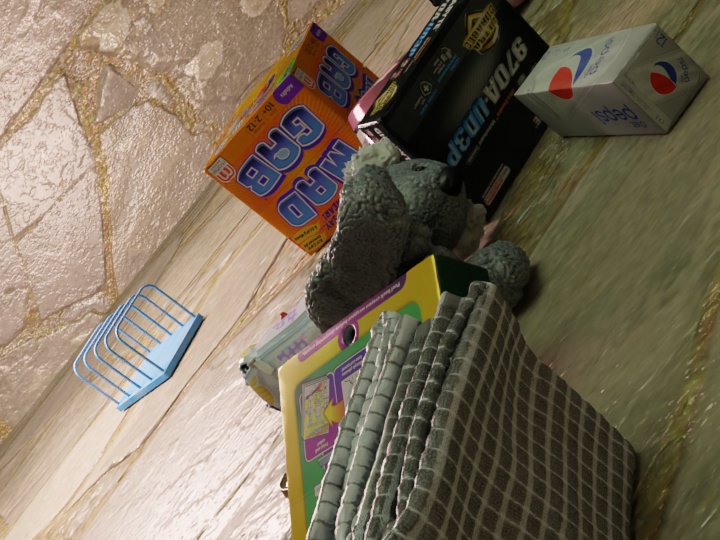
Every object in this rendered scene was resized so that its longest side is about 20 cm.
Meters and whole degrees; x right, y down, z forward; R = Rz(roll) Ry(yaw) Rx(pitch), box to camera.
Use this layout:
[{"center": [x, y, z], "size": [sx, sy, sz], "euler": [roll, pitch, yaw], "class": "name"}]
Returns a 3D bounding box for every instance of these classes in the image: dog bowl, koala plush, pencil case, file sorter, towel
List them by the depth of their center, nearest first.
[{"center": [0.071, 0.120, 0.579], "size": [0.086, 0.166, 0.200], "euler": [-33, 25, 39], "class": "towel"}, {"center": [0.042, -0.031, 0.992], "size": [0.184, 0.177, 0.200], "euler": [-52, 16, 39], "class": "koala plush"}, {"center": [-0.039, 0.059, 1.145], "size": [0.200, 0.091, 0.083], "euler": [-42, 40, 24], "class": "pencil case"}, {"center": [0.067, -0.224, 1.403], "size": [0.200, 0.074, 0.200], "euler": [-43, -1, -1], "class": "dog bowl"}, {"center": [-0.395, 0.132, 1.926], "size": [0.200, 0.123, 0.139], "euler": [-34, 24, 46], "class": "file sorter"}]

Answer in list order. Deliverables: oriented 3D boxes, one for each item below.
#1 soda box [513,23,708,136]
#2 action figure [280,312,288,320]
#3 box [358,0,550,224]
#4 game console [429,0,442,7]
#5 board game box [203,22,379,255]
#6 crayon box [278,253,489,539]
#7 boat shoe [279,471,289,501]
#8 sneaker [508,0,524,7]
[{"center": [0.215, -0.164, 0.976], "size": [0.064, 0.068, 0.200], "euler": [-53, 16, -5], "class": "soda box"}, {"center": [0.000, 0.000, 1.208], "size": [0.200, 0.065, 0.052], "euler": [-41, 19, 12], "class": "action figure"}, {"center": [0.111, -0.171, 1.109], "size": [0.200, 0.159, 0.046], "euler": [-56, 23, -18], "class": "box"}, {"center": [0.118, -0.544, 1.826], "size": [0.176, 0.116, 0.200], "euler": [-28, 38, 32], "class": "game console"}, {"center": [-0.070, -0.191, 1.583], "size": [0.200, 0.200, 0.200], "euler": [-43, 18, 29], "class": "board game box"}, {"center": [0.023, 0.112, 0.800], "size": [0.200, 0.058, 0.173], "euler": [-38, 49, 41], "class": "crayon box"}, {"center": [-0.013, 0.141, 0.941], "size": [0.200, 0.066, 0.074], "euler": [-40, 19, 36], "class": "boat shoe"}, {"center": [0.168, -0.384, 1.571], "size": [0.105, 0.075, 0.200], "euler": [-49, 19, -11], "class": "sneaker"}]
